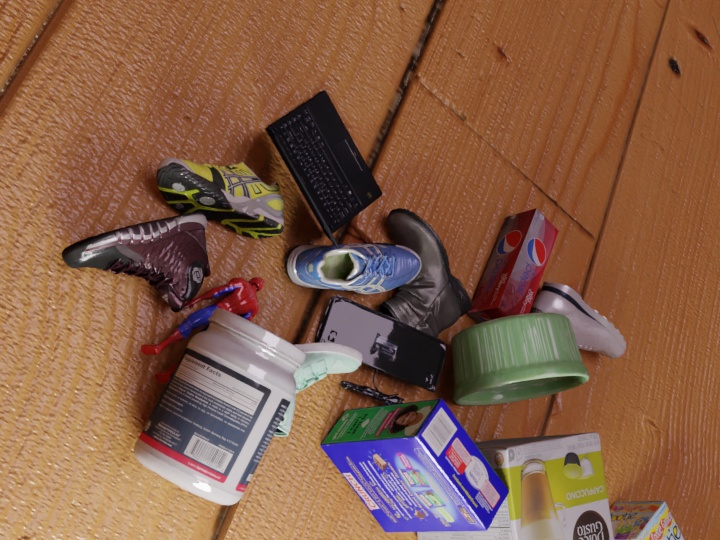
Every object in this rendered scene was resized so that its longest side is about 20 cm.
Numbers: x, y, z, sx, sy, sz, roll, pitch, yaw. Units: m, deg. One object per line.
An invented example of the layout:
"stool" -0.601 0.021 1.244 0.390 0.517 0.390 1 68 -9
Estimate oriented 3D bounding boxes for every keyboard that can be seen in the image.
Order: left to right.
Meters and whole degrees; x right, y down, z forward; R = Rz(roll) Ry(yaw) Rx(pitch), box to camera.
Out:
"keyboard" 0.025 0.126 1.592 0.200 0.021 0.127 25 75 -22

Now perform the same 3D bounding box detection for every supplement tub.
"supplement tub" -0.163 0.160 1.336 0.140 0.140 0.200 33 80 -30

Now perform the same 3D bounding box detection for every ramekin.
"ramekin" 0.228 0.130 1.668 0.200 0.200 0.098 4 70 -39

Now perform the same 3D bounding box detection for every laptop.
"laptop" -0.042 -0.144 1.559 0.200 0.103 0.177 -39 106 -38

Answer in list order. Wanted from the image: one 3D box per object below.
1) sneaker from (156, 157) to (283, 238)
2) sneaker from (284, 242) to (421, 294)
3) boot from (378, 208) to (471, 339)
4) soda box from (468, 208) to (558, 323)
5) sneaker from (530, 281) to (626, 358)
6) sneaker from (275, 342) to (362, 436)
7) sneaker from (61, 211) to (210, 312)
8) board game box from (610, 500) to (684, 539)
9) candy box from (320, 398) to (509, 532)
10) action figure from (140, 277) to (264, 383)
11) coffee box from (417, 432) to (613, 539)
"sneaker" -0.181 -0.105 1.463 0.200 0.075 0.077 27 57 -44
"sneaker" 0.000 0.000 1.556 0.200 0.077 0.076 -4 96 -28
"boot" 0.073 0.020 1.648 0.131 0.068 0.200 -40 105 -32
"soda box" 0.243 0.001 1.786 0.063 0.070 0.200 42 57 -27
"sneaker" 0.354 0.099 1.868 0.200 0.076 0.081 36 71 -24
"sneaker" -0.084 0.157 1.475 0.200 0.074 0.118 1 73 -30
"sneaker" -0.256 0.001 1.370 0.200 0.076 0.116 -17 95 -41
"board game box" 0.473 0.488 1.850 0.103 0.105 0.200 -37 104 -38
"candy box" 0.068 0.261 1.498 0.169 0.200 0.077 55 51 -17
"action figure" -0.189 0.063 1.426 0.200 0.052 0.065 -38 109 -38
"coffee box" 0.213 0.341 1.601 0.199 0.200 0.198 -1 81 -39
